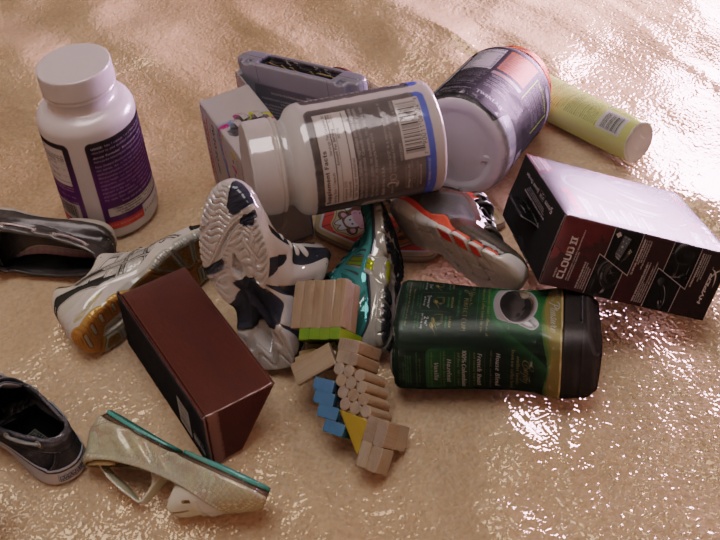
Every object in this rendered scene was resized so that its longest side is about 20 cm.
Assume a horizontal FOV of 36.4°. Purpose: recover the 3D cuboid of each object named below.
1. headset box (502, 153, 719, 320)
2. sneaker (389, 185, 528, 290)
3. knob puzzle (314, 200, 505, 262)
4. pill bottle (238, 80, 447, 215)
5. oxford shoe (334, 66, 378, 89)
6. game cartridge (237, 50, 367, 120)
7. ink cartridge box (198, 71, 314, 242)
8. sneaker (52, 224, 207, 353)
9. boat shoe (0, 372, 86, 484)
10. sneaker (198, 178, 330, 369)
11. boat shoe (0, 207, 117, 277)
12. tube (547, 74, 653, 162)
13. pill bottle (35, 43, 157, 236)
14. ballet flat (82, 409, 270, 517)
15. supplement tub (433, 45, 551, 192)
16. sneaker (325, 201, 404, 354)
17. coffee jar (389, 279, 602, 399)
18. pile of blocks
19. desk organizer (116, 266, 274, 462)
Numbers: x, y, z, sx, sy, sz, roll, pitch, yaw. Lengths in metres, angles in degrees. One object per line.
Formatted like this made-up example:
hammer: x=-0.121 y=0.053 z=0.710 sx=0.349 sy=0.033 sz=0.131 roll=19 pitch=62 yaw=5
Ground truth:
headset box: x=0.238 y=-0.037 z=1.078 sx=0.196 sy=0.078 sz=0.149 roll=14 pitch=25 yaw=-14
sneaker: x=0.111 y=-0.050 z=1.127 sx=0.082 sy=0.078 sz=0.199 roll=-41 pitch=44 yaw=-13
knob puzzle: x=0.039 y=-0.081 z=1.252 sx=0.215 sy=0.031 sz=0.222 roll=-3 pitch=44 yaw=3
pill bottle: x=-0.020 y=-0.120 z=1.114 sx=0.196 sy=0.115 sz=0.115 roll=-12 pitch=43 yaw=-10
oxford shoe: x=0.014 y=-0.196 z=1.368 sx=0.074 sy=0.071 sz=0.200 roll=7 pitch=26 yaw=-34
game cartridge: x=-0.061 y=-0.178 z=1.286 sx=0.198 sy=0.135 sz=0.040 roll=21 pitch=40 yaw=38
ink cartridge box: x=-0.128 y=-0.129 z=1.260 sx=0.067 sy=0.117 sz=0.201 roll=-21 pitch=44 yaw=-17
sneaker: x=-0.238 y=-0.001 z=1.165 sx=0.199 sy=0.077 sz=0.087 roll=-35 pitch=50 yaw=-28
boat shoe: x=-0.341 y=0.130 z=1.041 sx=0.198 sy=0.069 sz=0.072 roll=27 pitch=52 yaw=31
sneaker: x=-0.088 y=-0.018 z=1.086 sx=0.078 sy=0.202 sz=0.130 roll=-9 pitch=27 yaw=25
boat shoe: x=-0.370 y=-0.027 z=1.212 sx=0.196 sy=0.068 sz=0.057 roll=1 pitch=32 yaw=3
tube: x=0.267 y=-0.192 z=1.338 sx=0.057 sy=0.053 sz=0.199 roll=11 pitch=19 yaw=-45
pill bottle: x=-0.300 y=-0.146 z=1.234 sx=0.109 sy=0.202 sz=0.113 roll=-3 pitch=42 yaw=3
ballet flat: x=-0.167 y=0.187 z=0.979 sx=0.197 sy=0.067 sz=0.063 roll=19 pitch=75 yaw=29
supplement tub: x=0.146 y=-0.181 z=1.265 sx=0.121 sy=0.124 sz=0.200 roll=15 pitch=35 yaw=22
sneaker: x=0.000 y=0.000 z=1.135 sx=0.078 sy=0.078 sz=0.202 roll=-7 pitch=48 yaw=15
coffee jar: x=0.130 y=0.065 z=1.044 sx=0.196 sy=0.087 sz=0.105 roll=3 pitch=35 yaw=10
pile of blocks: x=-0.011 y=0.102 z=1.033 sx=0.081 sy=0.062 sz=0.203 roll=-27 pitch=65 yaw=20
desk organizer: x=-0.159 y=0.088 z=1.065 sx=0.076 sy=0.073 sz=0.200 roll=-24 pitch=46 yaw=-22
